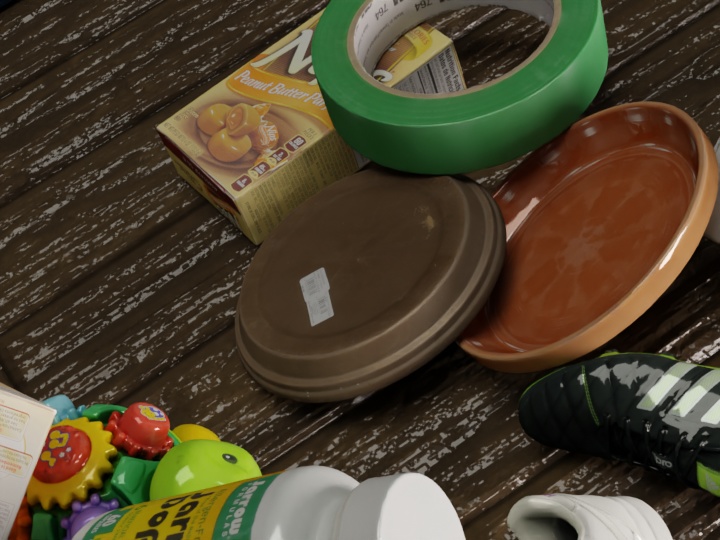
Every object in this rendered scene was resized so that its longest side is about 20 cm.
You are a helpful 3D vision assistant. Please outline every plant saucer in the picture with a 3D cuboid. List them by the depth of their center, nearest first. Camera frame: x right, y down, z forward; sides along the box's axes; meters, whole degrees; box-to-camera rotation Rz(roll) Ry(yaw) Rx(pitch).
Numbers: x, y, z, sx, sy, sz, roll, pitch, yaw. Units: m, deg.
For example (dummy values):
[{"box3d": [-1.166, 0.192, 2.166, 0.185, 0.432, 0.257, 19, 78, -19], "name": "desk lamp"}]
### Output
[{"box3d": [0.137, -0.019, 1.023, 0.200, 0.032, 0.201, -35, 30, 23], "name": "plant saucer"}, {"box3d": [0.000, 0.000, 1.079, 0.199, 0.030, 0.201, -20, 40, 18], "name": "plant saucer"}]

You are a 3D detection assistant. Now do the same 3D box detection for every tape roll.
[{"box3d": [0.068, -0.153, 1.128, 0.200, 0.048, 0.201, -10, 47, 11], "name": "tape roll"}]

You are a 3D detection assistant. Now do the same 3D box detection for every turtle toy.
[{"box3d": [-0.144, 0.137, 0.989, 0.199, 0.101, 0.146, 3, 51, 23], "name": "turtle toy"}]

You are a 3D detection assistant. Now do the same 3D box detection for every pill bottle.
[{"box3d": [-0.049, 0.162, 0.836, 0.199, 0.113, 0.113, -16, 44, 32], "name": "pill bottle"}]

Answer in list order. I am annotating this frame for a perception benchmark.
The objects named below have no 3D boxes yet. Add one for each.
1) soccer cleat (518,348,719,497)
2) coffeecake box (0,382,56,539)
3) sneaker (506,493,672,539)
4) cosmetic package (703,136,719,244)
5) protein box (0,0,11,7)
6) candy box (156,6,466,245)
[{"box3d": [0.185, 0.091, 0.929, 0.199, 0.068, 0.081, -1, 42, 16], "name": "soccer cleat"}, {"box3d": [-0.260, 0.154, 0.943, 0.153, 0.073, 0.201, 7, 76, 64], "name": "coffeecake box"}, {"box3d": [0.132, 0.192, 0.835, 0.075, 0.099, 0.200, -58, 33, 25], "name": "sneaker"}, {"box3d": [0.296, -0.026, 0.952, 0.200, 0.074, 0.102, 39, 113, 44], "name": "cosmetic package"}, {"box3d": [-0.342, -0.350, 1.426, 0.200, 0.199, 0.135, -34, 47, -10], "name": "protein box"}, {"box3d": [-0.036, -0.118, 1.205, 0.200, 0.055, 0.115, -38, 48, -13], "name": "candy box"}]
